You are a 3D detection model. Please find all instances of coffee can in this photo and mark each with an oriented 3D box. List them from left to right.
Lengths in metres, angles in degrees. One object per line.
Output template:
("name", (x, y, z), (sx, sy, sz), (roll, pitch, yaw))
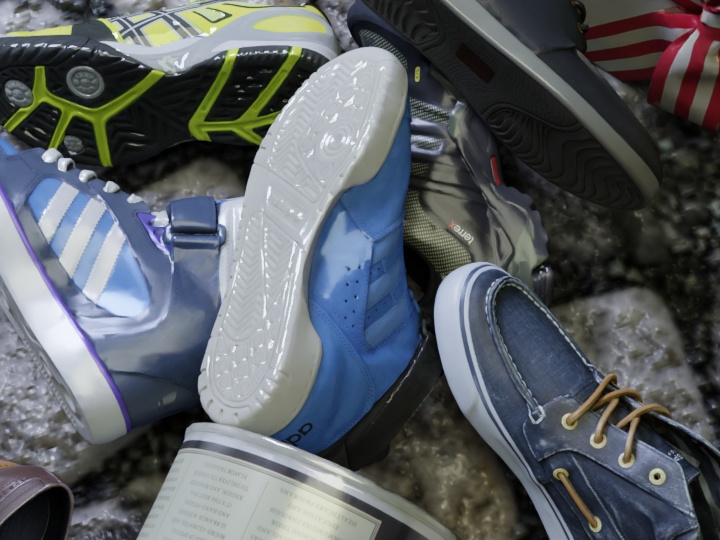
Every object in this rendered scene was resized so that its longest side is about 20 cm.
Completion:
("coffee can", (-0.055, 0.189, 0.715), (0.146, 0.146, 0.200), (23, 73, 6))

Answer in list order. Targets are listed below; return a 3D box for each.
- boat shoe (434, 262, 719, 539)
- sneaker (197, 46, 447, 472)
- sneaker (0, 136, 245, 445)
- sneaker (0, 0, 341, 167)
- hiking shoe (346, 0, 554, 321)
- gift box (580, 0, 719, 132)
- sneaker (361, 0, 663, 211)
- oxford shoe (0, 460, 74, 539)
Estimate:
("boat shoe", (0.117, 0.077, 0.756), (0.071, 0.091, 0.201), (-36, 99, -42))
("sneaker", (-0.001, 0.000, 0.778), (0.077, 0.111, 0.200), (-3, 63, 40))
("sneaker", (-0.117, -0.020, 0.823), (0.146, 0.081, 0.200), (-27, 71, -18))
("sneaker", (-0.107, -0.106, 0.860), (0.199, 0.076, 0.077), (2, 39, 3))
("hiking shoe", (0.023, -0.054, 0.833), (0.100, 0.076, 0.200), (-21, 75, -12))
("gift box", (0.203, -0.186, 0.833), (0.200, 0.185, 0.187), (29, 65, 11))
("sneaker", (0.093, -0.127, 0.790), (0.200, 0.075, 0.106), (44, 69, -4))
("oxford shoe", (-0.189, 0.182, 0.740), (0.071, 0.073, 0.201), (29, 69, -33))
